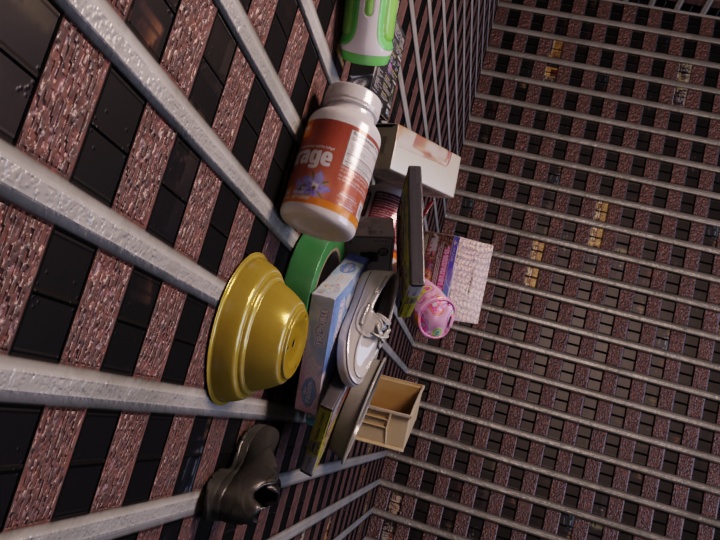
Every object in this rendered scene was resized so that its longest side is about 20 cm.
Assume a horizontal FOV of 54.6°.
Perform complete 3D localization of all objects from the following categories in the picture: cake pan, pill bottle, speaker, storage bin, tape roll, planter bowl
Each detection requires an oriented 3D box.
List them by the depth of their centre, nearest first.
[{"bbox_3d":[-0.119,0.086,0.905,0.200,0.081,0.205,14,89,-79],"label":"planter bowl"},{"bbox_3d":[-0.035,-0.153,0.979,0.112,0.109,0.205,66,39,-72],"label":"pill bottle"},{"bbox_3d":[0.018,-0.410,1.017,0.089,0.086,0.204,-55,156,-61],"label":"speaker"},{"bbox_3d":[-0.078,0.031,1.135,0.200,0.047,0.205,15,89,-79],"label":"tape roll"},{"bbox_3d":[-0.007,0.245,1.253,0.200,0.036,0.204,23,89,-84],"label":"cake pan"},{"bbox_3d":[0.049,-0.104,1.451,0.113,0.110,0.204,71,34,-70],"label":"pill bottle"},{"bbox_3d":[0.040,0.332,1.693,0.200,0.194,0.096,-39,140,-72],"label":"storage bin"}]

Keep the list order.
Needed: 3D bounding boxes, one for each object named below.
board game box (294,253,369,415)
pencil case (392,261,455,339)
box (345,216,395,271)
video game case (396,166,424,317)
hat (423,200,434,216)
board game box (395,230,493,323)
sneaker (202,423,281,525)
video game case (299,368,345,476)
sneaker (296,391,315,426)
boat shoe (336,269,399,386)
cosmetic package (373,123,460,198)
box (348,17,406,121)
[{"bbox_3d":[-0.045,0.099,1.154,0.199,0.042,0.205,-49,151,-65],"label":"board game box"},{"bbox_3d":[0.109,0.050,1.325,0.200,0.085,0.090,-130,-133,-62],"label":"pencil case"},{"bbox_3d":[0.000,0.000,1.303,0.061,0.113,0.204,-93,-175,-52],"label":"box"},{"bbox_3d":[0.083,-0.043,1.186,0.181,0.025,0.205,99,-8,-70],"label":"video game case"},{"bbox_3d":[0.109,-0.032,1.549,0.166,0.172,0.205,-26,99,-80],"label":"hat"},{"bbox_3d":[0.160,0.007,1.446,0.095,0.198,0.164,10,93,-35],"label":"board game box"},{"bbox_3d":[-0.147,0.293,0.988,0.200,0.089,0.078,-56,156,-63],"label":"sneaker"},{"bbox_3d":[-0.039,0.215,1.176,0.201,0.025,0.183,-60,170,-49],"label":"video game case"},{"bbox_3d":[-0.080,0.219,1.334,0.202,0.075,0.093,94,-2,-52],"label":"sneaker"},{"bbox_3d":[0.019,0.088,1.111,0.072,0.065,0.203,50,47,-39],"label":"boat shoe"},{"bbox_3d":[0.094,-0.210,1.350,0.198,0.102,0.090,17,85,-46],"label":"cosmetic package"},{"bbox_3d":[0.031,-0.365,1.235,0.200,0.042,0.164,-11,114,-78],"label":"box"}]
